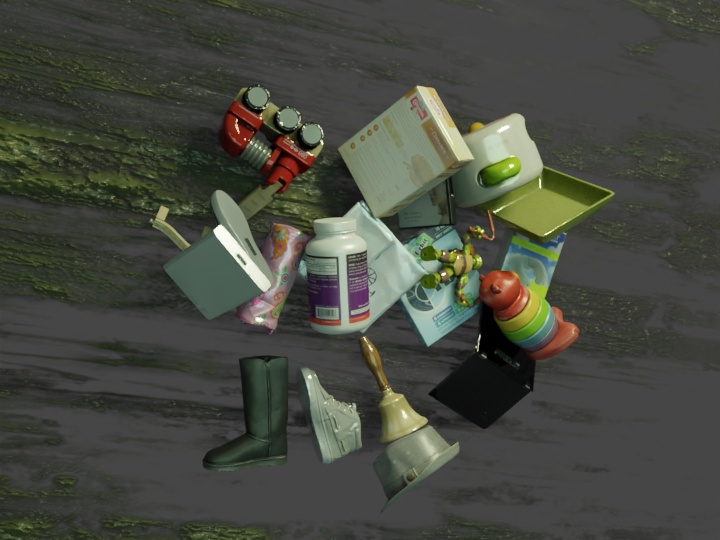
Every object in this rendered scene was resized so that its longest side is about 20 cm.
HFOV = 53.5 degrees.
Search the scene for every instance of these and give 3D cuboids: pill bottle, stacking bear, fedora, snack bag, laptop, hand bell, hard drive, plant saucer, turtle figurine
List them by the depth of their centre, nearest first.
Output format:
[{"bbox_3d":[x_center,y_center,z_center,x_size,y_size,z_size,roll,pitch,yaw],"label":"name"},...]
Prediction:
[{"bbox_3d":[-0.252,0.009,1.236,0.132,0.200,0.026,51,49,-12],"label":"hard drive"},{"bbox_3d":[-0.041,0.008,1.296,0.112,0.112,0.201,-5,101,-16],"label":"pill bottle"},{"bbox_3d":[0.000,0.000,1.363,0.188,0.021,0.200,-42,99,7],"label":"snack bag"},{"bbox_3d":[0.185,-0.022,1.375,0.161,0.064,0.201,-5,111,-40],"label":"turtle figurine"},{"bbox_3d":[0.093,0.368,1.378,0.200,0.177,0.090,-43,75,23],"label":"fedora"},{"bbox_3d":[0.309,0.075,1.390,0.114,0.122,0.200,-44,114,8],"label":"stacking bear"},{"bbox_3d":[0.044,0.223,1.400,0.104,0.104,0.201,-23,86,-14],"label":"hand bell"},{"bbox_3d":[0.357,-0.123,1.409,0.200,0.200,0.048,-28,126,-22],"label":"plant saucer"},{"bbox_3d":[0.256,0.191,1.461,0.187,0.116,0.201,35,54,-32],"label":"laptop"}]

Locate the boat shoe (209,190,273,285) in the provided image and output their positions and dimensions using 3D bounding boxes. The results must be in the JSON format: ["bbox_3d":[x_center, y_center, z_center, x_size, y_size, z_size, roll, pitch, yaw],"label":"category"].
[{"bbox_3d":[-0.223,-0.046,1.262,0.057,0.069,0.201,-31,81,20],"label":"boat shoe"}]

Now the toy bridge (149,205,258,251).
[{"bbox_3d":[-0.285,-0.049,1.288,0.199,0.027,0.067,24,45,-17],"label":"toy bridge"}]

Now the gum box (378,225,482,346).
[{"bbox_3d":[0.148,0.021,1.428,0.170,0.045,0.200,-33,102,-13],"label":"gum box"}]

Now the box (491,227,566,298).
[{"bbox_3d":[0.345,-0.024,1.483,0.122,0.048,0.201,20,88,-17],"label":"box"}]

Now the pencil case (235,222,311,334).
[{"bbox_3d":[-0.161,0.014,1.319,0.087,0.087,0.201,22,86,-16],"label":"pencil case"}]

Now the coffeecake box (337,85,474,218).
[{"bbox_3d":[0.080,-0.213,1.303,0.073,0.200,0.154,-17,76,-57],"label":"coffeecake box"}]

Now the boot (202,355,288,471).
[{"bbox_3d":[-0.210,0.259,1.322,0.164,0.066,0.201,-1,96,-25],"label":"boot"}]

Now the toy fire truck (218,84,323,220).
[{"bbox_3d":[-0.189,-0.200,1.292,0.176,0.129,0.200,33,73,-15],"label":"toy fire truck"}]

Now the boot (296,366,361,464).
[{"bbox_3d":[-0.057,0.266,1.373,0.095,0.074,0.201,-18,106,-21],"label":"boot"}]

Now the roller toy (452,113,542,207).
[{"bbox_3d":[0.242,-0.216,1.375,0.182,0.200,0.140,-30,100,-39],"label":"roller toy"}]

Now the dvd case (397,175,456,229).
[{"bbox_3d":[0.117,-0.182,1.362,0.018,0.142,0.201,-10,96,-40],"label":"dvd case"}]
